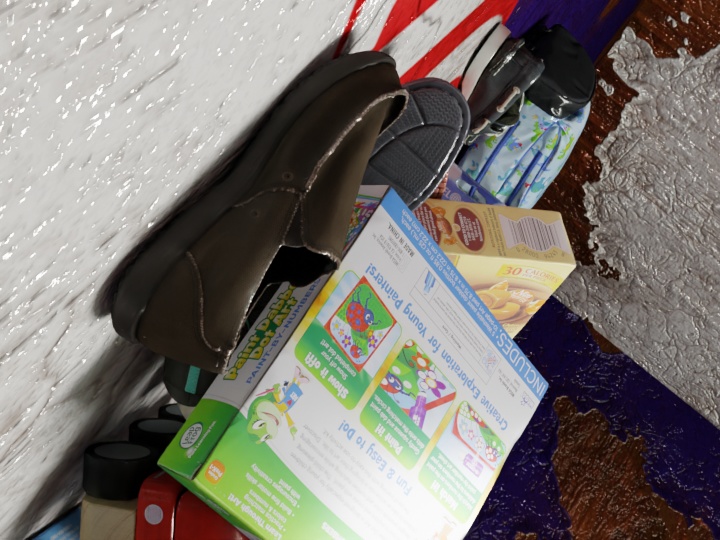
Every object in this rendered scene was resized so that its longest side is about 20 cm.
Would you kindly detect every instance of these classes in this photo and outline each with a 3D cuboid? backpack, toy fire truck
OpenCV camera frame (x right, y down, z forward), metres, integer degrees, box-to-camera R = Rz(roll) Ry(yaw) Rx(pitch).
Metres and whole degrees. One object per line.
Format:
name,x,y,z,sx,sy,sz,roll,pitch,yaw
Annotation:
backpack,0.185,-0.156,1.148,0.200,0.154,0.163,-41,-172,36
toy fire truck,-0.065,0.176,0.651,0.176,0.197,0.131,-19,115,-78

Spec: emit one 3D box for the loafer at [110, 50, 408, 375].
loafer,-0.034,-0.026,0.497,0.200,0.071,0.073,-50,174,-20

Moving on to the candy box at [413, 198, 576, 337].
candy box,0.051,0.000,0.771,0.116,0.197,0.056,121,-33,-49

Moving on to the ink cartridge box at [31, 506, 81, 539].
ink cartridge box,-0.157,0.276,0.694,0.126,0.199,0.128,-52,173,10

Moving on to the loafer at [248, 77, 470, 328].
loafer,-0.012,-0.047,0.638,0.200,0.072,0.063,-48,-166,13

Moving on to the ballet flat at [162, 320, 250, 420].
ballet flat,-0.091,0.071,0.638,0.200,0.067,0.069,69,32,-75

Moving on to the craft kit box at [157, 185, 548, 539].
craft kit box,0.010,0.090,0.595,0.048,0.200,0.199,4,-127,49

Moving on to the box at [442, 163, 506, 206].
box,0.076,-0.017,1.111,0.201,0.122,0.048,-54,169,16

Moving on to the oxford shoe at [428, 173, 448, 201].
oxford shoe,0.022,-0.068,0.792,0.201,0.070,0.075,118,-14,-52

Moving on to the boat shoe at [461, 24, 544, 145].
boat shoe,0.127,-0.160,0.964,0.076,0.060,0.200,-51,173,-9
